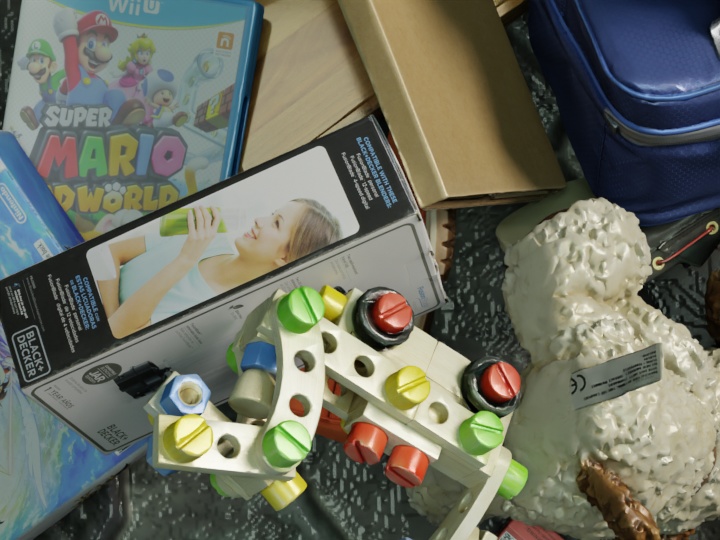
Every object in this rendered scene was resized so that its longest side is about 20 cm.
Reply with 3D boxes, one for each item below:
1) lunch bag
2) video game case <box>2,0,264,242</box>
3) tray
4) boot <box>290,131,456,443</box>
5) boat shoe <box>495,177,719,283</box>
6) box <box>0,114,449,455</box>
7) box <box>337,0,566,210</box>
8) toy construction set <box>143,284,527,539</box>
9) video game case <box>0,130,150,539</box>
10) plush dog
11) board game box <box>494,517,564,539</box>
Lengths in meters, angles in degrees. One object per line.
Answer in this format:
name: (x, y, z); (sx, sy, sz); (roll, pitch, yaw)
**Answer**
lunch bag: (0.166, -0.129, 0.710); (0.136, 0.132, 0.200); (-17, 56, -1)
video game case: (-0.140, -0.064, 0.792); (0.143, 0.018, 0.201); (11, 95, 13)
tray: (-0.012, -0.135, 0.806); (0.200, 0.037, 0.099); (-36, 84, 1)
boot: (0.000, 0.000, 0.778); (0.107, 0.075, 0.201); (9, 87, 9)
boat shoe: (0.174, -0.036, 0.775); (0.201, 0.074, 0.063); (-27, 115, -7)
box: (-0.063, 0.012, 0.680); (0.200, 0.117, 0.060); (-24, 65, 2)
box: (0.035, -0.128, 0.707); (0.021, 0.163, 0.200); (-24, 83, 28)
toy construction set: (0.003, 0.083, 0.623); (0.200, 0.092, 0.131); (42, 52, -24)
video game case: (-0.220, 0.053, 0.782); (0.181, 0.045, 0.200); (-36, 84, 11)
plush dog: (0.145, 0.082, 0.710); (0.160, 0.171, 0.200); (45, 117, 43)
board game box: (0.133, 0.236, 0.768); (0.200, 0.019, 0.103); (41, 82, 6)
